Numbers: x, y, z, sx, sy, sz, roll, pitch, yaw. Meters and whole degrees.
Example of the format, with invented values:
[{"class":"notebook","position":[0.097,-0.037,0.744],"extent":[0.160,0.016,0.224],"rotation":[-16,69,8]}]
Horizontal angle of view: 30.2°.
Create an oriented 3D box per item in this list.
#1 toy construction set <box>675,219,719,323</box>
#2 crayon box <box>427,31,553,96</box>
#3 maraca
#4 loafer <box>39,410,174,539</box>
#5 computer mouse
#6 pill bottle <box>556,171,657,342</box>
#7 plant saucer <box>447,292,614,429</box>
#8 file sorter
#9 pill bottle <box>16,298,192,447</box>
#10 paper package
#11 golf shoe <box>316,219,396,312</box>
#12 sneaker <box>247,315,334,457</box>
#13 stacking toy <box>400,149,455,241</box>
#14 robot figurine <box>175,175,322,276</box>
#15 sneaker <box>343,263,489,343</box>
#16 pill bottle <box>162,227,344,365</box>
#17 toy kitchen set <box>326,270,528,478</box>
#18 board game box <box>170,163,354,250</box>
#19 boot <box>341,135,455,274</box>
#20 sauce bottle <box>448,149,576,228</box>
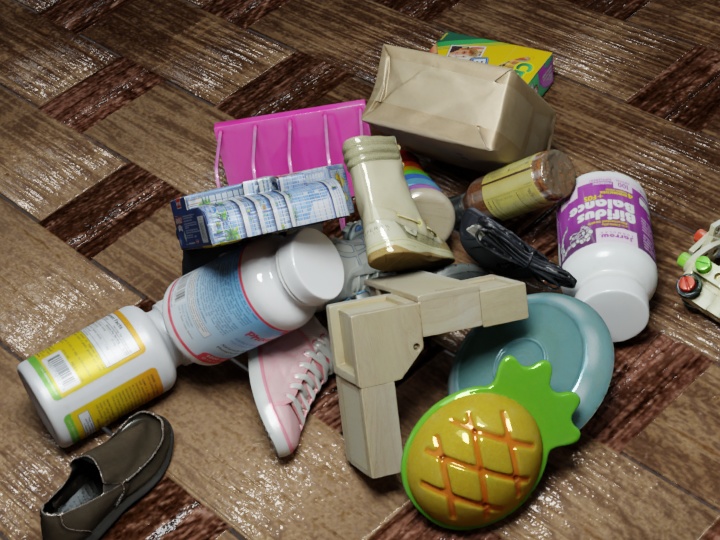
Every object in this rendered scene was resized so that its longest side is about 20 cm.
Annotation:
[{"class":"toy construction set","position":[0.436,0.007,1.506],"extent":[0.131,0.092,0.200],"rotation":[-50,41,-4]},{"class":"crayon box","position":[0.153,-0.250,1.880],"extent":[0.172,0.058,0.200],"rotation":[16,49,28]},{"class":"maraca","position":[0.132,0.176,1.354],"extent":[0.200,0.137,0.107],"rotation":[-42,9,2]},{"class":"loafer","position":[-0.274,0.222,1.450],"extent":[0.073,0.071,0.200],"rotation":[14,48,26]},{"class":"computer mouse","position":[0.159,-0.023,1.543],"extent":[0.053,0.138,0.200],"rotation":[-56,15,5]},{"class":"pill bottle","position":[0.286,-0.015,1.550],"extent":[0.112,0.112,0.200],"rotation":[-4,42,9]},{"class":"plant saucer","position":[0.177,0.106,1.445],"extent":[0.200,0.027,0.200],"rotation":[-20,50,25]},{"class":"file sorter","position":[-0.079,-0.115,1.718],"extent":[0.199,0.139,0.126],"rotation":[-9,37,4]},{"class":"pill bottle","position":[-0.284,0.110,1.547],"extent":[0.200,0.111,0.111],"rotation":[-29,44,-19]},{"class":"paper package","position":[0.126,-0.194,1.679],"extent":[0.190,0.200,0.104],"rotation":[15,88,24]},{"class":"golf shoe","position":[0.000,0.000,1.604],"extent":[0.097,0.078,0.200],"rotation":[21,33,17]},{"class":"sneaker","position":[-0.069,0.119,1.512],"extent":[0.104,0.075,0.200],"rotation":[-17,37,2]},{"class":"stacking toy","position":[0.061,-0.101,1.713],"extent":[0.085,0.086,0.200],"rotation":[-14,28,-3]},{"class":"robot figurine","position":[-0.135,-0.027,1.616],"extent":[0.200,0.125,0.150],"rotation":[-36,-7,33]},{"class":"sneaker","position":[0.071,0.049,1.576],"extent":[0.200,0.073,0.082],"rotation":[-18,79,-22]},{"class":"pill bottle","position":[-0.117,0.026,1.476],"extent":[0.200,0.109,0.109],"rotation":[-25,31,36]},{"class":"toy kitchen set","position":[0.064,0.101,1.466],"extent":[0.200,0.181,0.163],"rotation":[-10,10,-19]},{"class":"board game box","position":[-0.091,-0.073,1.457],"extent":[0.199,0.062,0.200],"rotation":[-14,4,-17]},{"class":"boot","position":[0.043,-0.075,1.558],"extent":[0.073,0.200,0.156],"rotation":[-21,77,22]},{"class":"sauce bottle","position":[0.175,-0.095,1.638],"extent":[0.200,0.066,0.066],"rotation":[-16,26,52]}]
